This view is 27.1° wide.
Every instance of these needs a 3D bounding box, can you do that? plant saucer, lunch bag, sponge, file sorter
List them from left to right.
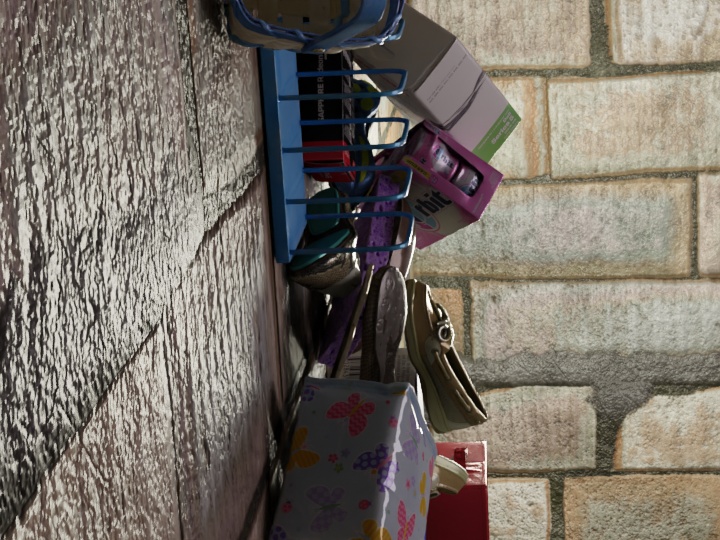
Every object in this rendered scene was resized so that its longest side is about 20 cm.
[{"bbox_3d":[-0.017,-0.123,1.354,0.139,0.122,0.201,-73,161,-73],"label":"file sorter"},{"bbox_3d":[-0.001,0.214,1.321,0.200,0.126,0.170,63,33,-55],"label":"lunch bag"},{"bbox_3d":[0.000,0.000,1.648,0.112,0.030,0.201,123,-16,-45],"label":"sponge"},{"bbox_3d":[0.018,0.009,1.699,0.200,0.032,0.201,-158,-90,-79],"label":"plant saucer"}]

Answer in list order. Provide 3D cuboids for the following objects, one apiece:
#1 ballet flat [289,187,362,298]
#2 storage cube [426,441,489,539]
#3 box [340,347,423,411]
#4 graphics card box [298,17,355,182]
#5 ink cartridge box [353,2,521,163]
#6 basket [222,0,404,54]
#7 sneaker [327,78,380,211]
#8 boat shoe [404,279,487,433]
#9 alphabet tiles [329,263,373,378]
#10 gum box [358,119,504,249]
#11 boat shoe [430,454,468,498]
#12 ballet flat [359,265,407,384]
[{"bbox_3d":[-0.026,-0.017,1.475,0.076,0.068,0.200,61,13,-20],"label":"ballet flat"},{"bbox_3d":[0.083,0.336,1.986,0.171,0.179,0.201,-72,159,-75],"label":"storage cube"},{"bbox_3d":[0.024,0.226,1.783,0.184,0.104,0.201,-85,172,-50],"label":"box"},{"bbox_3d":[-0.035,-0.201,1.576,0.125,0.051,0.201,43,47,-82],"label":"graphics card box"},{"bbox_3d":[0.079,-0.220,1.721,0.084,0.145,0.200,-50,145,-1],"label":"ink cartridge box"},{"bbox_3d":[-0.029,-0.235,1.050,0.200,0.138,0.178,159,-68,-63],"label":"basket"},{"bbox_3d":[-0.017,-0.151,1.747,0.083,0.070,0.200,111,-15,-49],"label":"sneaker"},{"bbox_3d":[0.094,0.096,1.703,0.073,0.063,0.202,-77,154,-62],"label":"boat shoe"},{"bbox_3d":[-0.023,0.098,1.451,0.167,0.006,0.201,-74,-177,-73],"label":"alphabet tiles"},{"bbox_3d":[0.075,-0.098,1.749,0.066,0.113,0.200,-60,-169,-19],"label":"gum box"},{"bbox_3d":[0.031,0.214,1.583,0.200,0.073,0.064,24,75,-40],"label":"boat shoe"},{"bbox_3d":[0.015,0.083,1.542,0.067,0.046,0.201,-37,136,-45],"label":"ballet flat"}]
